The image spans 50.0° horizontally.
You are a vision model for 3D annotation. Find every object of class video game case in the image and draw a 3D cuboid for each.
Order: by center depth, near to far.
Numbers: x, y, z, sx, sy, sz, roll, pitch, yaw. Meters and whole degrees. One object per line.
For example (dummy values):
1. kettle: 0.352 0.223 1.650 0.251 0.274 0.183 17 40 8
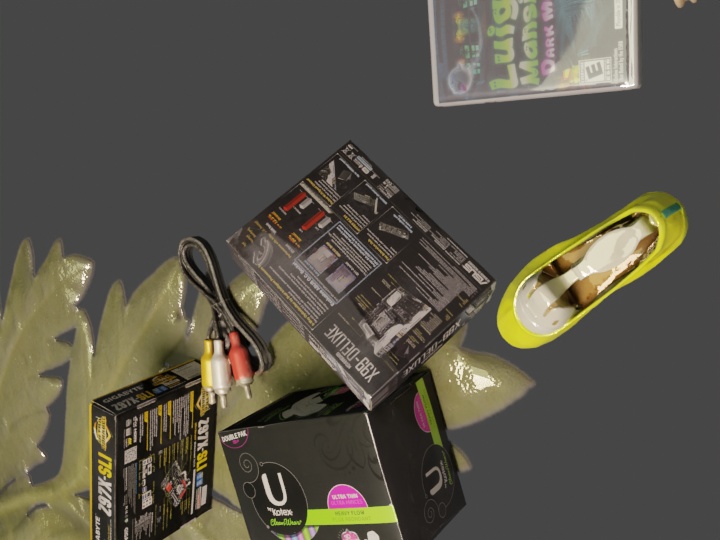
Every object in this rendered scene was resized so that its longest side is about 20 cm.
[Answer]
1. video game case: 0.137 -0.244 0.635 0.180 0.023 0.203 3 103 34

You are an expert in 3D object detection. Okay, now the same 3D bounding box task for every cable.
1. cable: -0.163 0.056 0.890 0.096 0.050 0.202 -14 95 34

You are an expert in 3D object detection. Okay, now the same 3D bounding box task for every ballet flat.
1. ballet flat: 0.178 0.005 0.640 0.200 0.067 0.067 -42 78 34

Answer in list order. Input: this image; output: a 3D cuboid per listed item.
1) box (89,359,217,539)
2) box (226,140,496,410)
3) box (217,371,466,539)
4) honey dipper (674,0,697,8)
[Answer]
1. box: -0.244 0.227 0.921 0.049 0.159 0.203 16 111 29
2. box: 0.000 0.000 0.709 0.200 0.157 0.050 45 164 16
3. box: -0.019 0.201 0.786 0.198 0.124 0.150 -15 93 36
4. honey dipper: 0.310 -0.229 0.515 0.198 0.038 0.038 -13 94 34
